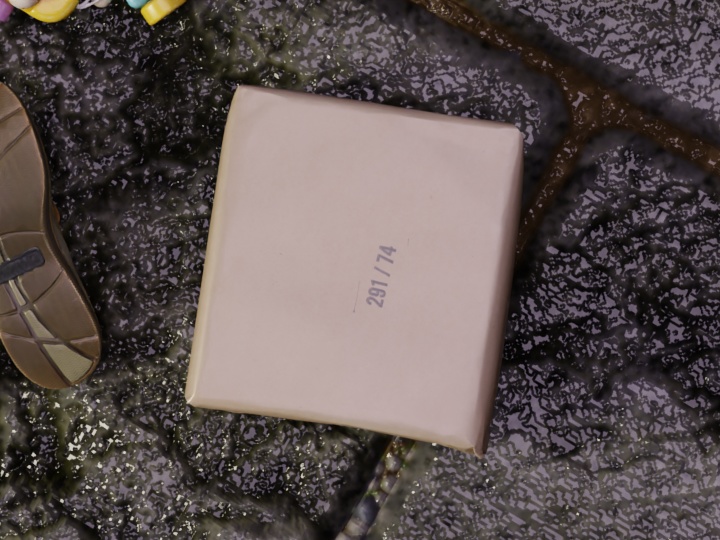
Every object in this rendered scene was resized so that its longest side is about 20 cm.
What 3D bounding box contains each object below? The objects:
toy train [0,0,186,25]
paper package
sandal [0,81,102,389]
[{"bbox_3d":[-0.181,-0.229,1.487,0.198,0.056,0.152,5,96,-3],"label":"toy train"},{"bbox_3d":[0.000,0.000,1.459,0.189,0.103,0.202,9,89,3],"label":"paper package"},{"bbox_3d":[-0.217,-0.023,1.501,0.080,0.054,0.202,-19,101,7],"label":"sandal"}]
